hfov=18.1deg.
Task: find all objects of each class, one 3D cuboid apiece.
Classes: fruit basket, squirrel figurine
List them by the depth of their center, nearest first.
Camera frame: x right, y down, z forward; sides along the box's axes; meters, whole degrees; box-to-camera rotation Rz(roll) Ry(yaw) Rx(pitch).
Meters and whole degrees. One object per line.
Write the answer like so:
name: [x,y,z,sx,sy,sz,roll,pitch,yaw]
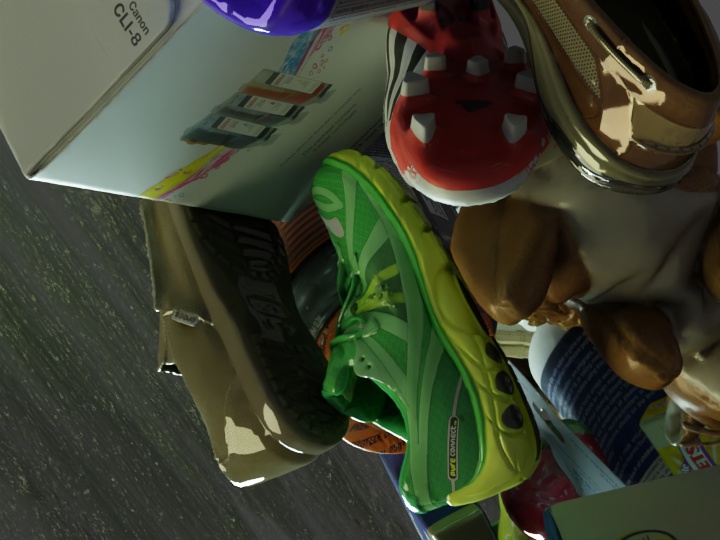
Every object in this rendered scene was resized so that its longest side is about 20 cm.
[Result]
squirrel figurine: [0.133,-0.007,1.060,0.187,0.142,0.200,42,-179,-30]
fruit basket: [0.124,0.141,1.247,0.185,0.093,0.201,47,153,47]

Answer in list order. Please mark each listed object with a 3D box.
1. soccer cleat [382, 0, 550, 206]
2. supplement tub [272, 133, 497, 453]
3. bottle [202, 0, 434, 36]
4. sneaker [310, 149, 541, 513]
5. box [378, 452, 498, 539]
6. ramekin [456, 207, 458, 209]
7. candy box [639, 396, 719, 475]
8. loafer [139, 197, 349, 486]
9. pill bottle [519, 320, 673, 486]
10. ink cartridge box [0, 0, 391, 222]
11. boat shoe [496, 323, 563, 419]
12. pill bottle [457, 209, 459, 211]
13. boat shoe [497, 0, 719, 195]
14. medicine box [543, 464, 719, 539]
soccer cleat: [0.042,-0.060,0.964,0.200,0.068,0.086,-100,9,-63]
supplement tub: [0.000,0.000,1.199,0.123,0.122,0.201,56,-174,-36]
bottle: [0.007,-0.149,0.956,0.083,0.066,0.199,38,-148,22]
sneaker: [0.012,0.024,1.041,0.074,0.083,0.201,55,-172,-53]
box: [0.055,0.148,1.159,0.122,0.032,0.200,63,178,-15]
ramekin: [-0.006,-0.105,1.337,0.201,0.200,0.105,56,172,-36]
candy box: [0.241,0.136,1.179,0.201,0.102,0.026,55,-143,-11]
loafer: [-0.071,0.022,1.105,0.076,0.067,0.201,24,-150,-40]
pill bottle: [0.167,0.059,1.295,0.200,0.111,0.111,52,177,26]
ink cartridge box: [-0.079,-0.129,1.068,0.199,0.145,0.146,9,-135,-55]
boat shoe: [0.140,0.068,1.399,0.198,0.067,0.074,20,147,-7]
pill bottle: [0.046,-0.081,1.544,0.201,0.119,0.120,54,177,10]
boat shoe: [0.089,-0.130,0.892,0.201,0.075,0.074,62,147,16]
medicine box: [0.197,0.203,1.110,0.103,0.180,0.202,-108,7,-62]
